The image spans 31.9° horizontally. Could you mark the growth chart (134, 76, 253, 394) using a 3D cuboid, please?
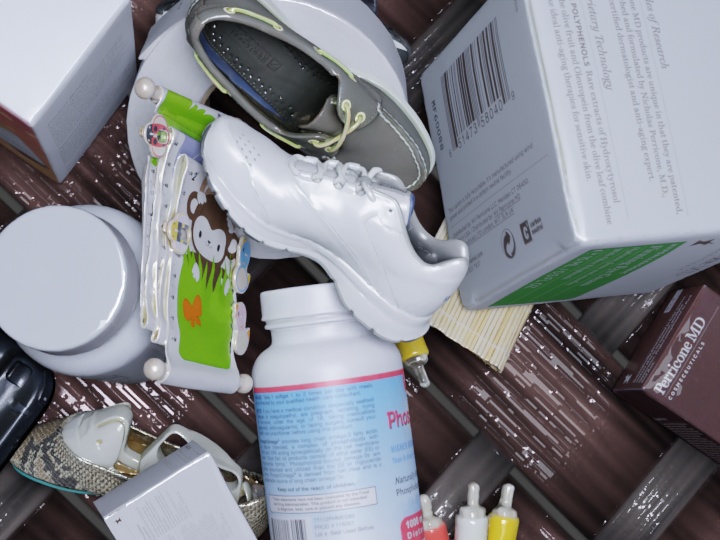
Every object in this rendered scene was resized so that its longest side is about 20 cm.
[{"bbox_3d":[-0.105,-0.016,0.823,0.018,0.145,0.201,-1,89,24],"label":"growth chart"}]

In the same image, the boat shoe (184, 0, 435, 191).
[{"bbox_3d":[-0.032,-0.111,0.831,0.202,0.060,0.072,37,114,-19],"label":"boat shoe"}]

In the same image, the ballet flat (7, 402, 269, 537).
[{"bbox_3d":[-0.153,0.137,0.915,0.199,0.068,0.075,21,124,-7],"label":"ballet flat"}]

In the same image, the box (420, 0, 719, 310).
[{"bbox_3d":[0.167,-0.091,0.905,0.171,0.199,0.201,-6,78,-19],"label":"box"}]

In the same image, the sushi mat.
[{"bbox_3d":[0.112,-0.028,0.986,0.095,0.012,0.200,30,69,-5],"label":"sushi mat"}]

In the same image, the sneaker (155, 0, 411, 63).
[{"bbox_3d":[-0.059,-0.169,0.974,0.199,0.074,0.080,-1,113,-14],"label":"sneaker"}]

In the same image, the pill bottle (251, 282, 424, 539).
[{"bbox_3d":[-0.019,0.110,0.889,0.108,0.109,0.201,-7,89,-9],"label":"pill bottle"}]

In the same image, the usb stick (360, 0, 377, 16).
[{"bbox_3d":[-0.017,-0.266,0.966,0.055,0.033,0.201,6,58,-14],"label":"usb stick"}]

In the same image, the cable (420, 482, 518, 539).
[{"bbox_3d":[0.077,0.260,0.942,0.097,0.050,0.201,-6,84,-4],"label":"cable"}]

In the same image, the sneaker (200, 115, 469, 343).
[{"bbox_3d":[-0.014,-0.041,0.823,0.200,0.075,0.087,36,124,-13],"label":"sneaker"}]

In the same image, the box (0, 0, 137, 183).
[{"bbox_3d":[-0.247,-0.160,0.870,0.152,0.200,0.107,35,80,-3],"label":"box"}]

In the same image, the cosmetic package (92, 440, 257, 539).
[{"bbox_3d":[-0.098,0.224,0.865,0.082,0.051,0.200,-31,104,-19],"label":"cosmetic package"}]

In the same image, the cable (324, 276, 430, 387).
[{"bbox_3d":[0.000,0.000,0.983,0.097,0.050,0.201,-5,72,8],"label":"cable"}]

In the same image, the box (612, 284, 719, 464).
[{"bbox_3d":[0.313,0.108,0.992,0.200,0.075,0.100,33,80,-2],"label":"box"}]

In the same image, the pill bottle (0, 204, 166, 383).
[{"bbox_3d":[-0.178,0.016,0.853,0.114,0.200,0.115,0,83,3],"label":"pill bottle"}]

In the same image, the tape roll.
[{"bbox_3d":[-0.065,-0.112,0.906,0.202,0.071,0.203,0,121,0],"label":"tape roll"}]

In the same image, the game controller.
[{"bbox_3d":[-0.308,0.130,0.902,0.104,0.042,0.200,30,78,29],"label":"game controller"}]
